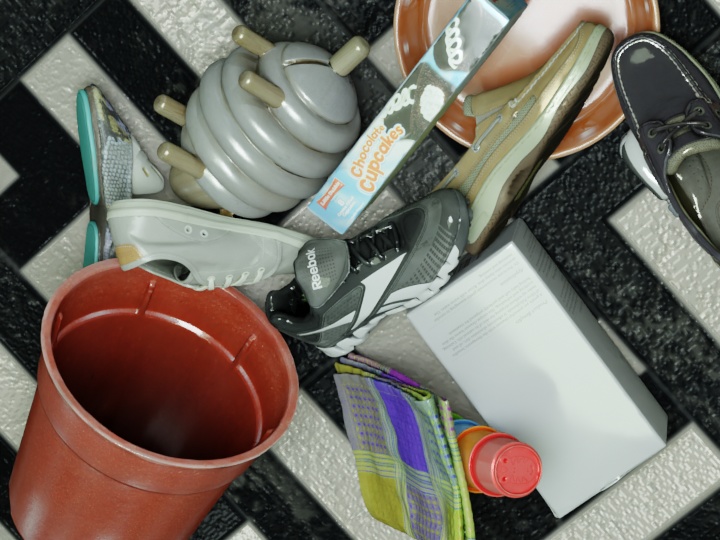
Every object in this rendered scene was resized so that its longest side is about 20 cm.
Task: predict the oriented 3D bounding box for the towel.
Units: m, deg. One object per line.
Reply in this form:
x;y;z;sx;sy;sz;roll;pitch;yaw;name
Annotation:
0.033;0.145;1.633;0.023;0.200;0.144;-16;103;-19;towel

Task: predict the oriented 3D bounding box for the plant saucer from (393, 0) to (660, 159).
0.126;-0.183;1.608;0.200;0.032;0.200;2;104;9;plant saucer

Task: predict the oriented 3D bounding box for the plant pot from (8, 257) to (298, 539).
-0.176;0.128;1.638;0.201;0.201;0.195;30;131;0;plant pot

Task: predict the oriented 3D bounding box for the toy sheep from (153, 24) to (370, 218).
-0.069;-0.112;1.604;0.200;0.138;0.138;-35;97;31;toy sheep

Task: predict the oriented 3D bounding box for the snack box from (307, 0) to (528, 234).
0.043;-0.122;1.560;0.037;0.116;0.200;38;106;1;snack box

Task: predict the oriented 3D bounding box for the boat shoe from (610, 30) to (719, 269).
0.241;-0.086;1.539;0.072;0.065;0.200;-26;83;12;boat shoe

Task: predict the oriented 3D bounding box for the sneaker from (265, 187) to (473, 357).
0.000;0.000;1.592;0.090;0.066;0.200;14;142;-36;sneaker

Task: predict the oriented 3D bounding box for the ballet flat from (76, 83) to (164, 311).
-0.188;-0.049;1.680;0.072;0.072;0.200;2;104;8;ballet flat

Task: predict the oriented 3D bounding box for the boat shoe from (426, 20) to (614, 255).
0.109;-0.109;1.581;0.076;0.072;0.200;37;107;11;boat shoe

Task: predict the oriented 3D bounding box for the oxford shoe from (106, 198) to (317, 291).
-0.105;-0.011;1.628;0.200;0.075;0.058;10;76;-33;oxford shoe

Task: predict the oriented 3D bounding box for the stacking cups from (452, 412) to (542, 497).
0.087;0.140;1.608;0.060;0.200;0.061;-1;92;-20;stacking cups

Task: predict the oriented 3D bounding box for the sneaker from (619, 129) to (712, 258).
0.298;-0.060;1.592;0.200;0.075;0.115;45;104;-3;sneaker

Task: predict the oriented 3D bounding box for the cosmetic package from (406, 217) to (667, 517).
0.138;0.075;1.643;0.108;0.085;0.200;-34;97;15;cosmetic package
